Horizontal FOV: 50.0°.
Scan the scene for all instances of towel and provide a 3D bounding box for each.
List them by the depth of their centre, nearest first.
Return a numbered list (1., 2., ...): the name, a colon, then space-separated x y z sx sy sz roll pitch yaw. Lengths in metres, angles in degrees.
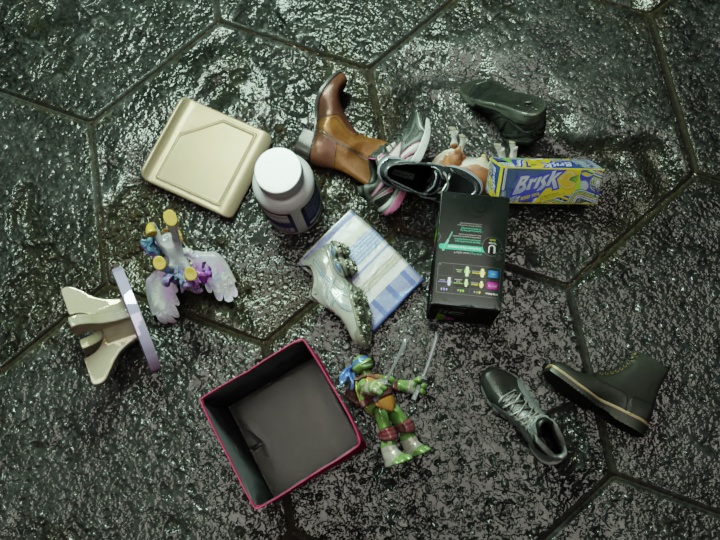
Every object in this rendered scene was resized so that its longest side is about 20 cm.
1. towel: 0.000 0.000 1.429 0.200 0.024 0.147 43 83 11

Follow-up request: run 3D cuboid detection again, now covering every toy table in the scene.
1. toy table: -0.442 0.101 1.362 0.116 0.184 0.201 -20 63 -18

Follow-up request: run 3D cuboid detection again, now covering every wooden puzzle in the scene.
1. wooden puzzle: -0.296 -0.218 1.494 0.199 0.037 0.186 25 79 4

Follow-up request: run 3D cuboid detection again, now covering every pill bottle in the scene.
1. pill bottle: -0.132 -0.144 1.379 0.110 0.200 0.112 -1 77 3

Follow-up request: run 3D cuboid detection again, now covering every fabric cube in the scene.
1. fabric cube: -0.119 0.256 1.286 0.199 0.199 0.197 -30 76 -4

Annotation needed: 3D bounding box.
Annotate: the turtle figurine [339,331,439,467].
1. turtle figurine: 0.070 0.219 1.313 0.198 0.144 0.195 -21 80 2

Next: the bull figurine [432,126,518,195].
1. bull figurine: 0.197 -0.191 1.430 0.198 0.065 0.122 11 116 -2

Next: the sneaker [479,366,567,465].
1. sneaker: 0.284 0.239 1.308 0.075 0.116 0.200 -40 78 -6

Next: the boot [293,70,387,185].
1. boot: -0.003 -0.264 1.468 0.199 0.069 0.190 23 79 8

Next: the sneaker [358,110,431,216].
1. sneaker: 0.060 -0.206 1.408 0.086 0.080 0.201 25 81 -17

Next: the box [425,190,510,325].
1. box: 0.187 -0.018 1.357 0.123 0.149 0.202 5 78 3

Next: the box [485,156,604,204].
1. box: 0.330 -0.161 1.387 0.198 0.064 0.071 0 114 -13

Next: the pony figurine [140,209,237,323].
1. pony figurine: -0.323 -0.012 1.384 0.165 0.200 0.195 -21 92 -9

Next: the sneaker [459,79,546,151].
1. sneaker: 0.268 -0.289 1.457 0.076 0.115 0.199 -40 49 -22

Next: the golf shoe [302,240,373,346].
1. golf shoe: -0.041 0.050 1.381 0.097 0.078 0.201 -23 71 14

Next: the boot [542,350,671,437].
1. boot: 0.429 0.179 1.343 0.199 0.077 0.139 33 76 -3

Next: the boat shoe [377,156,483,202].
1. boat shoe: 0.130 -0.158 1.361 0.198 0.068 0.072 14 100 -15
